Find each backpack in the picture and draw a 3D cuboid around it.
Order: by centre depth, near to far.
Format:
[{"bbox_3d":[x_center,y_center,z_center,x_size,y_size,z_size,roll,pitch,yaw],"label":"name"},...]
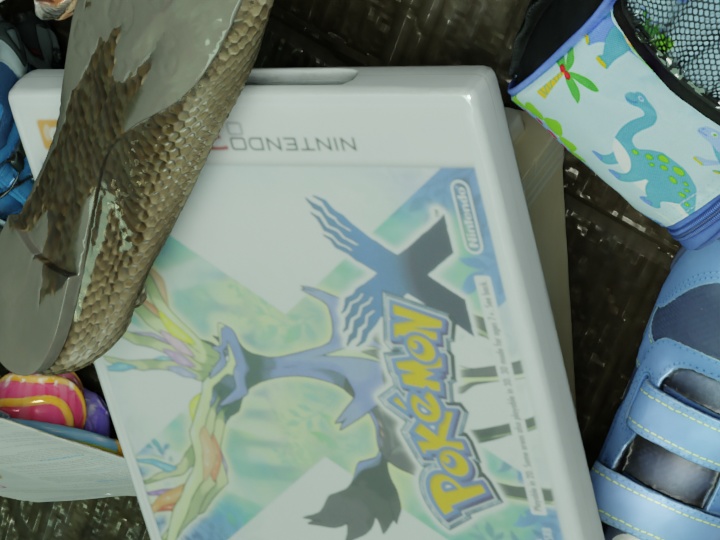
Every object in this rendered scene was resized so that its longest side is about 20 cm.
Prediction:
[{"bbox_3d":[0.143,-0.097,0.807,0.147,0.183,0.200,39,145,-3],"label":"backpack"}]

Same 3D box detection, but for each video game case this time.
[{"bbox_3d":[-0.017,0.023,0.941,0.181,0.022,0.201,2,122,30],"label":"video game case"}]

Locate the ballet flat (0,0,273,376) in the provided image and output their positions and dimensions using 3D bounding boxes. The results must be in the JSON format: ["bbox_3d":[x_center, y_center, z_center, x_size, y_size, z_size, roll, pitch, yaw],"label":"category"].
[{"bbox_3d":[-0.067,-0.047,0.886,0.067,0.046,0.201,48,126,34],"label":"ballet flat"}]

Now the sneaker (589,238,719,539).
[{"bbox_3d":[0.120,0.074,1.006,0.074,0.082,0.201,25,130,17],"label":"sneaker"}]

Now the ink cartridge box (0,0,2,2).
[{"bbox_3d":[-0.133,-0.135,0.997,0.199,0.104,0.059,-25,107,40],"label":"ink cartridge box"}]

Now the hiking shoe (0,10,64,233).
[{"bbox_3d":[-0.132,-0.041,0.987,0.074,0.200,0.087,-27,95,14],"label":"hiking shoe"}]

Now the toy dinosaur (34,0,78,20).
[{"bbox_3d":[-0.015,-0.152,0.914,0.199,0.086,0.136,-6,142,-18],"label":"toy dinosaur"}]

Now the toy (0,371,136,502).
[{"bbox_3d":[-0.147,0.060,1.129,0.115,0.200,0.048,-3,78,32],"label":"toy"}]

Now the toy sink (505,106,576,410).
[{"bbox_3d":[0.000,0.000,1.007,0.130,0.112,0.201,9,126,25],"label":"toy sink"}]
